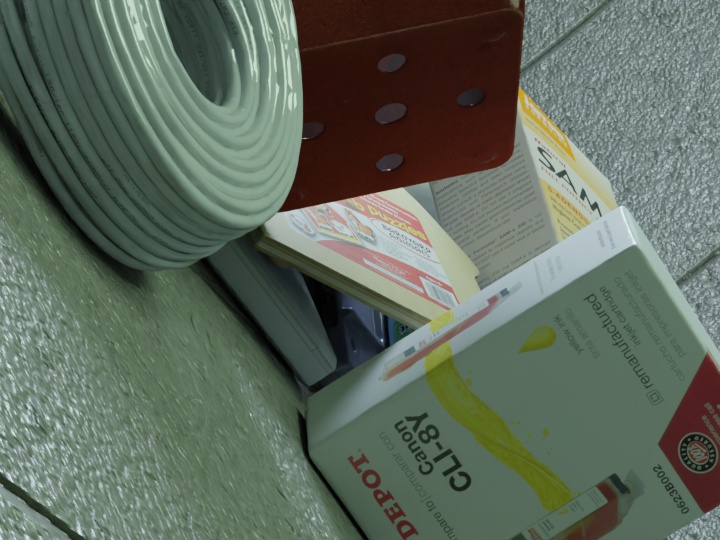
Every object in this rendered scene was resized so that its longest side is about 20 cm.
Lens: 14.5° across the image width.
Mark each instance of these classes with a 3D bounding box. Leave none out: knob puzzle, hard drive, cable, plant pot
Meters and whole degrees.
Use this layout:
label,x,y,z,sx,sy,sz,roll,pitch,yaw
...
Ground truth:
label,x,y,z,sx,sy,sz,roll,pitch,yaw
knob puzzle,-0.016,-0.029,1.568,0.220,0.030,0.220,34,20,-14
hard drive,-0.085,-0.041,1.530,0.200,0.026,0.132,54,6,-32
cable,-0.092,-0.102,1.261,0.200,0.069,0.200,-23,95,-67
plant pot,-0.006,-0.147,1.456,0.200,0.200,0.176,90,-15,-56

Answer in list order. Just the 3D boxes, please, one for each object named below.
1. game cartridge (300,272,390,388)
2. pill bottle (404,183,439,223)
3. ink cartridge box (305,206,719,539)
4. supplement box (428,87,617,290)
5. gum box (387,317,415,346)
label,x,y,z,sx,sy,sz,roll,pitch,yaw
game cartridge,0.000,0.000,1.682,0.130,0.038,0.200,44,33,-52
pill bottle,-0.009,-0.077,1.945,0.116,0.116,0.200,52,7,-44
ink cartridge box,0.091,0.085,1.450,0.145,0.200,0.083,56,9,-14
supplement box,0.112,-0.001,1.677,0.126,0.074,0.200,42,24,-41
gum box,0.082,0.110,1.645,0.170,0.045,0.200,43,30,-38
